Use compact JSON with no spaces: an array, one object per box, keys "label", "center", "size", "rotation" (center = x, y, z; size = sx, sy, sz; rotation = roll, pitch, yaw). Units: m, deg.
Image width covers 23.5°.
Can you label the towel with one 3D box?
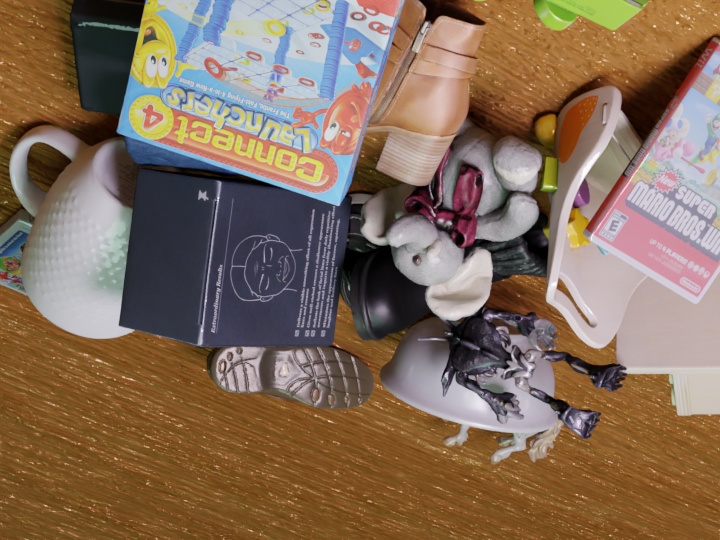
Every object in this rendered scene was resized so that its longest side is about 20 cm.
[{"label":"towel","center":[-0.112,-0.108,1.542],"size":[0.198,0.049,0.112],"rotation":[10,177,-2]}]

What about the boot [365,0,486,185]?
[{"label":"boot","center":[0.000,-0.176,1.457],"size":[0.199,0.074,0.156],"rotation":[20,118,0]}]

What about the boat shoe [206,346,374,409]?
[{"label":"boat shoe","center":[-0.082,0.114,2.002],"size":[0.199,0.073,0.068],"rotation":[9,-176,-19]}]

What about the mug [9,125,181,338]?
[{"label":"mug","center":[-0.260,-0.058,1.688],"size":[0.200,0.148,0.176],"rotation":[39,138,5]}]

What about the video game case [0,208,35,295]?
[{"label":"video game case","center":[-0.316,0.004,1.904],"size":[0.199,0.018,0.143],"rotation":[25,146,-27]}]

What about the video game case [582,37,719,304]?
[{"label":"video game case","center":[0.298,-0.083,1.499],"size":[0.142,0.017,0.201],"rotation":[28,100,-31]}]

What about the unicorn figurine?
[{"label":"unicorn figurine","center":[0.150,0.166,2.035],"size":[0.199,0.074,0.138],"rotation":[6,143,-26]}]

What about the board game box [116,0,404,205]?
[{"label":"board game box","center":[-0.079,-0.177,1.397],"size":[0.199,0.056,0.197],"rotation":[18,118,1]}]

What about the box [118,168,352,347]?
[{"label":"box","center":[-0.114,-0.010,1.619],"size":[0.106,0.150,0.199],"rotation":[10,-176,36]}]

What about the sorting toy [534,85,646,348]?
[{"label":"sorting toy","center":[0.209,-0.034,1.559],"size":[0.106,0.181,0.200],"rotation":[-2,150,33]}]

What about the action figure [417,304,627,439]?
[{"label":"action figure","center":[0.158,0.097,1.726],"size":[0.199,0.120,0.102],"rotation":[25,176,29]}]

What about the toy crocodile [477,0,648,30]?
[{"label":"toy crocodile","center":[0.140,-0.242,1.365],"size":[0.199,0.062,0.067],"rotation":[17,148,-24]}]

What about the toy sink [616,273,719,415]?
[{"label":"toy sink","center":[0.364,0.068,1.756],"size":[0.198,0.131,0.112],"rotation":[-2,149,13]}]

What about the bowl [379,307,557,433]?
[{"label":"bowl","center":[0.126,0.094,1.849],"size":[0.199,0.201,0.091],"rotation":[13,104,-3]}]

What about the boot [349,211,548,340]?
[{"label":"boot","center":[0.092,0.000,1.671],"size":[0.157,0.211,0.080],"rotation":[-7,107,29]}]

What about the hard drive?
[{"label":"hard drive","center":[-0.156,-0.180,1.547],"size":[0.198,0.033,0.140],"rotation":[7,149,0]}]

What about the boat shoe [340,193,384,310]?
[{"label":"boat shoe","center":[0.000,0.000,1.784],"size":[0.071,0.068,0.200],"rotation":[4,151,3]}]

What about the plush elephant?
[{"label":"plush elephant","center":[0.075,-0.055,1.567],"size":[0.164,0.155,0.200],"rotation":[37,176,24]}]
